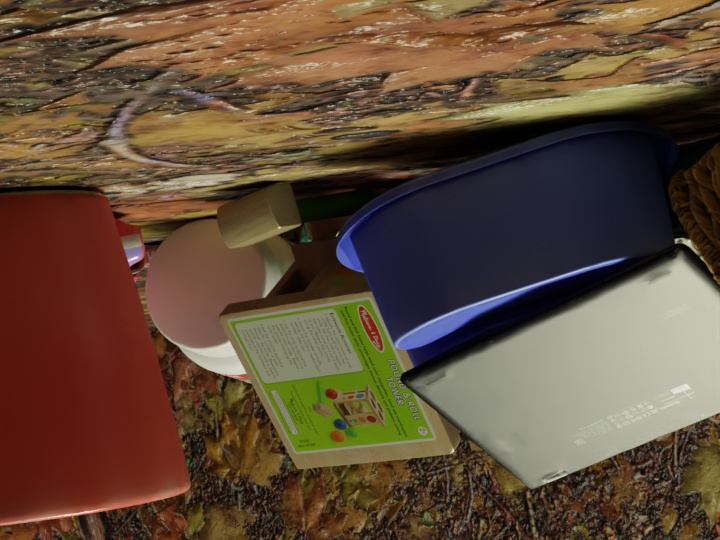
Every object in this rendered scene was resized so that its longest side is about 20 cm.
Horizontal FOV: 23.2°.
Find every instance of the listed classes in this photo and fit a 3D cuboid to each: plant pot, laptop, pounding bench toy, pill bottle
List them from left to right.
[{"bbox_3d":[-0.206,0.051,0.999,0.200,0.178,0.200,-6,178,0],"label":"plant pot"},{"bbox_3d":[-0.080,0.028,1.333,0.114,0.114,0.200,-7,168,17],"label":"pill bottle"},{"bbox_3d":[0.000,0.000,1.148,0.124,0.200,0.156,-10,-153,33],"label":"pounding bench toy"},{"bbox_3d":[0.158,0.038,1.020,0.187,0.116,0.200,-28,129,30],"label":"laptop"}]

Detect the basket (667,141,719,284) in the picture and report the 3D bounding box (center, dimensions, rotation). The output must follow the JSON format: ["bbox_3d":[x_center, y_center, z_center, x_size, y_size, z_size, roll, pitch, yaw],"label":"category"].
[{"bbox_3d":[0.277,-0.015,0.863,0.200,0.143,0.149,-5,162,-15],"label":"basket"}]

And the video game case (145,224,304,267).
[{"bbox_3d":[-0.070,-0.022,1.469,0.200,0.017,0.143,-8,177,14],"label":"video game case"}]

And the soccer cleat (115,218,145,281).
[{"bbox_3d":[-0.178,-0.002,1.182,0.073,0.068,0.200,-11,175,-5],"label":"soccer cleat"}]

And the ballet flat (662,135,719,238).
[{"bbox_3d":[0.184,-0.040,1.067,0.200,0.074,0.074,-6,178,20],"label":"ballet flat"}]

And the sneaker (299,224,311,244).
[{"bbox_3d":[0.052,-0.020,1.290,0.200,0.078,0.091,2,-169,-9],"label":"sneaker"}]

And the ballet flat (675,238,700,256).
[{"bbox_3d":[0.200,-0.032,1.177,0.200,0.072,0.072,27,172,-7],"label":"ballet flat"}]

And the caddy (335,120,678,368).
[{"bbox_3d":[0.087,-0.021,0.978,0.200,0.105,0.141,-18,160,7],"label":"caddy"}]
